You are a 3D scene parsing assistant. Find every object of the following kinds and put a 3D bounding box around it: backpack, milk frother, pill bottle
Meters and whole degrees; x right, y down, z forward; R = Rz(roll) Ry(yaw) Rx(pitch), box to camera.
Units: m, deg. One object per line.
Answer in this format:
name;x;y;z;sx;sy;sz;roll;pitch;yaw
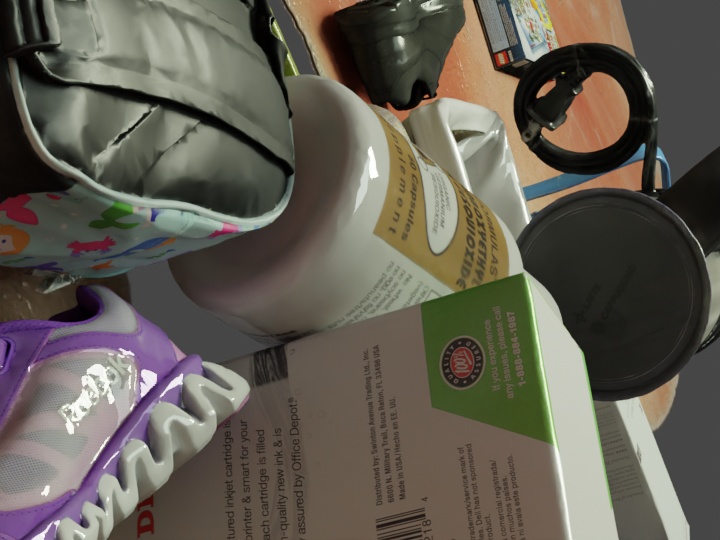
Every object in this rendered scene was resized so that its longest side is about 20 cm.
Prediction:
backpack;-0.113;-0.083;0.512;0.200;0.150;0.178;4;70;-61
milk frother;0.145;-0.039;0.837;0.200;0.181;0.188;32;13;16
pill bottle;0.012;0.003;0.651;0.200;0.114;0.115;35;41;-46

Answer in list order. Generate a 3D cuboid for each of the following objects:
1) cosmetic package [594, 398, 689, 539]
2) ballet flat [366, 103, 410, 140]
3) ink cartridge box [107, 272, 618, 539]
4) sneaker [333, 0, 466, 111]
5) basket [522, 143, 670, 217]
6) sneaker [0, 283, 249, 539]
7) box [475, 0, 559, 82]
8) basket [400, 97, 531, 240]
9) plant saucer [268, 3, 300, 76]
cosmetic package;0.228;0.184;1.232;0.201;0.081;0.113;64;20;-15
ballet flat;0.000;0.000;0.760;0.067;0.068;0.201;101;-6;-83
ink cartridge box;-0.002;0.105;0.566;0.084;0.199;0.146;45;33;-53
sneaker;0.037;-0.177;1.094;0.200;0.076;0.091;-35;115;-61
basket;0.189;-0.011;1.170;0.139;0.176;0.200;-98;167;-47
sneaker;-0.122;0.066;0.481;0.089;0.080;0.200;50;32;-3
box;0.179;-0.289;1.561;0.200;0.038;0.137;-5;77;-68
basket;0.045;0.007;0.868;0.135;0.123;0.201;-8;81;-69
plant saucer;-0.102;-0.124;0.716;0.200;0.048;0.200;67;22;-13
